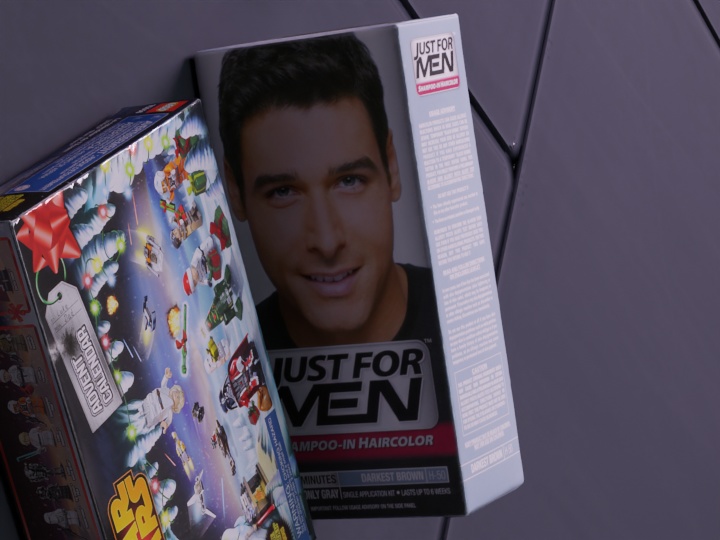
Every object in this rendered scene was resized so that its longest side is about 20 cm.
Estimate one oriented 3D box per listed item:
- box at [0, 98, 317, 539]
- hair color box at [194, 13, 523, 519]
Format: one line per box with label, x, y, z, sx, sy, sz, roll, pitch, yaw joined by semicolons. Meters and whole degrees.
box;-0.082;0.051;0.928;0.137;0.040;0.200;-41;121;-55
hair color box;0.000;0.000;1.025;0.061;0.099;0.201;-18;101;-60
